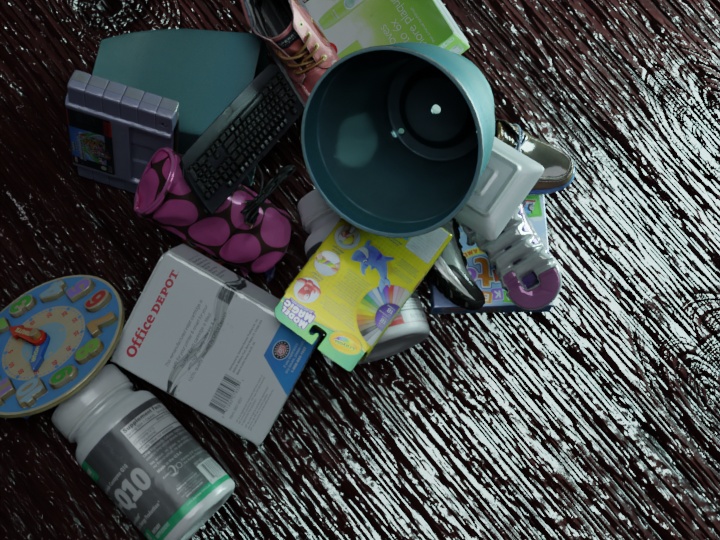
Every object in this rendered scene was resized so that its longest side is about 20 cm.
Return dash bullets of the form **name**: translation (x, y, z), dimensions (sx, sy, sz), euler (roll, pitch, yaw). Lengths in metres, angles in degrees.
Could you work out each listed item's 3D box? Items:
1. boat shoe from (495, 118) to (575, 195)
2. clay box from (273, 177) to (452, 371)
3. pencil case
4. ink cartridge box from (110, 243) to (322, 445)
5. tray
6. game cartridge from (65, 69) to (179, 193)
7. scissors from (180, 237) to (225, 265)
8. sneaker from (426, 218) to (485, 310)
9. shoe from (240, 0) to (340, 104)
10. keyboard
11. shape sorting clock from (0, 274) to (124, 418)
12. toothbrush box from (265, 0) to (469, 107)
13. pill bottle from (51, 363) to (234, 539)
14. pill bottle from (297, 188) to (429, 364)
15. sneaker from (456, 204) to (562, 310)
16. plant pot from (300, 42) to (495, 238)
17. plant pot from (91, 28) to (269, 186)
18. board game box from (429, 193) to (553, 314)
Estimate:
- **boat shoe**: translation (0.170, -0.145, 1.567), dimensions (0.198, 0.072, 0.073), euler (12, 71, -1)
- **clay box**: translation (0.000, 0.009, 1.434), dimensions (0.115, 0.048, 0.200), euler (36, 72, 5)
- **pencil case**: translation (-0.173, -0.063, 1.488), dimensions (0.094, 0.200, 0.091), euler (-38, 43, 25)
- **ink cartridge box**: translation (-0.161, 0.082, 1.468), dimensions (0.199, 0.084, 0.146), euler (30, 100, 1)
- **tray**: translation (0.106, -0.129, 1.508), dimensions (0.199, 0.022, 0.108), euler (34, 87, 24)
- **game cartridge**: translation (-0.276, -0.150, 1.494), dimensions (0.129, 0.200, 0.039), euler (14, 63, -2)
- **scissors**: translation (-0.198, 0.020, 1.548), dimensions (0.073, 0.014, 0.201), euler (11, 72, -2)
- **sneaker**: translation (0.095, -0.042, 1.529), dimensions (0.079, 0.074, 0.201), euler (-29, 71, -6)
- **shoe**: translation (-0.069, -0.248, 1.473), dimensions (0.071, 0.091, 0.201), euler (-34, 78, 16)
- **keyboard**: translation (-0.121, -0.132, 1.462), dimensions (0.200, 0.020, 0.128), euler (-53, 128, -35)
- **shape sorting clock**: translation (-0.359, 0.081, 1.452), dimensions (0.199, 0.039, 0.201), euler (-16, 46, 18)
- **toothbrush box**: translation (0.006, -0.275, 1.543), dimensions (0.199, 0.086, 0.146), euler (-35, 78, 15)
- **pill bottle**: translation (-0.245, 0.209, 1.436), dimensions (0.113, 0.113, 0.200), euler (-43, 81, -16)
- **pill bottle**: translation (0.000, 0.000, 1.522), dimensions (0.113, 0.114, 0.201), euler (-16, 76, -10)
- **sneaker**: translation (0.175, -0.043, 1.529), dimensions (0.080, 0.088, 0.201), euler (-29, 80, 12)
- **plant pot**: translation (0.062, -0.158, 1.399), dimensions (0.199, 0.188, 0.202), euler (7, 110, 19)
- **plant pot**: translation (-0.221, -0.207, 1.551), dimensions (0.198, 0.141, 0.142), euler (9, 72, 3)
- **board game box**: translation (0.156, -0.047, 1.593), dimensions (0.150, 0.037, 0.202), euler (-1, 74, -6)
